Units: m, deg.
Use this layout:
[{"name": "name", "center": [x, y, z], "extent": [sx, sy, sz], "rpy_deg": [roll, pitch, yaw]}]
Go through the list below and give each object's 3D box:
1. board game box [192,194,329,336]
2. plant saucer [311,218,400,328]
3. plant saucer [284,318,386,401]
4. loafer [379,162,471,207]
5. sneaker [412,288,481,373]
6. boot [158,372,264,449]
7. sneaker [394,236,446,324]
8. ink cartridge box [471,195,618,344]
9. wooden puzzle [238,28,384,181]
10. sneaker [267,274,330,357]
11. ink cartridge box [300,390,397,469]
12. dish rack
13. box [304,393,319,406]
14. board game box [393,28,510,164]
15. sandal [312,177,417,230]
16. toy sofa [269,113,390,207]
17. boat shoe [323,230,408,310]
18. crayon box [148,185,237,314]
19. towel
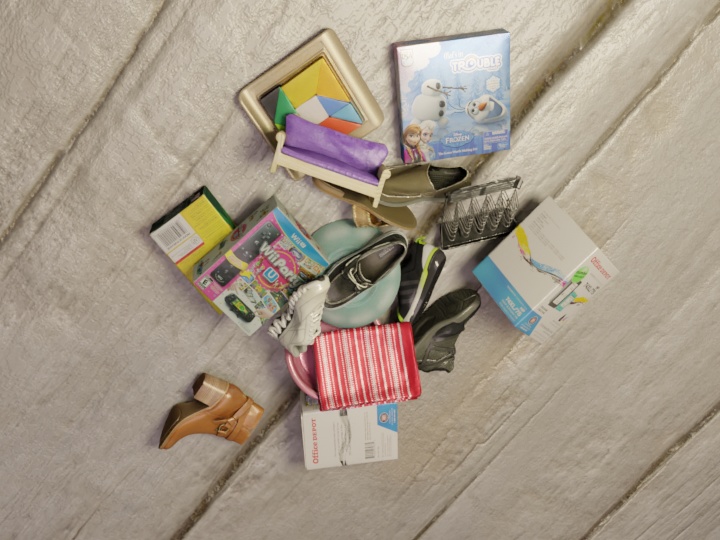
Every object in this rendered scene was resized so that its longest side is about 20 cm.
[{"name": "board game box", "center": [-0.175, -0.008, 1.309], "extent": [0.199, 0.065, 0.148], "rpy_deg": [-41, 116, 7]}, {"name": "plant saucer", "center": [-0.020, 0.010, 1.376], "extent": [0.195, 0.039, 0.207], "rpy_deg": [0, 99, -3]}, {"name": "plant saucer", "center": [-0.049, 0.149, 1.427], "extent": [0.194, 0.051, 0.207], "rpy_deg": [1, 83, -6]}, {"name": "loafer", "center": [0.104, -0.162, 1.312], "extent": [0.194, 0.077, 0.070], "rpy_deg": [-4, 154, -7]}, {"name": "sneaker", "center": [0.173, 0.126, 1.479], "extent": [0.199, 0.077, 0.114], "rpy_deg": [-44, 125, 7]}, {"name": "boot", "center": [-0.302, 0.310, 1.504], "extent": [0.154, 0.077, 0.202], "rpy_deg": [34, 100, -26]}, {"name": "sneaker", "center": [0.098, 0.026, 1.434], "extent": [0.082, 0.071, 0.204], "rpy_deg": [31, 117, 15]}, {"name": "ink cartridge box", "center": [0.341, 0.001, 1.374], "extent": [0.200, 0.147, 0.146], "rpy_deg": [-45, 144, 14]}, {"name": "wooden puzzle", "center": [-0.081, -0.274, 1.264], "extent": [0.197, 0.037, 0.187], "rpy_deg": [-33, 116, 8]}, {"name": "sneaker", "center": [-0.094, 0.081, 1.318], "extent": [0.082, 0.074, 0.201], "rpy_deg": [51, 139, 14]}, {"name": "ink cartridge box", "center": [-0.025, 0.317, 1.533], "extent": [0.194, 0.085, 0.148], "rpy_deg": [-5, 117, -6]}, {"name": "dish rack", "center": [0.214, -0.104, 1.322], "extent": [0.149, 0.200, 0.056], "rpy_deg": [-14, 74, -1]}, {"name": "box", "center": [-0.018, 0.217, 1.494], "extent": [0.194, 0.070, 0.066], "rpy_deg": [-5, 116, -6]}, {"name": "board game box", "center": [0.160, -0.298, 1.285], "extent": [0.194, 0.044, 0.204], "rpy_deg": [-9, 116, -4]}, {"name": "sandal", "center": [-0.002, -0.113, 1.346], "extent": [0.208, 0.079, 0.070], "rpy_deg": [26, 131, -17]}, {"name": "toy sofa", "center": [-0.048, -0.184, 1.231], "extent": [0.195, 0.083, 0.100], "rpy_deg": [18, 102, -8]}, {"name": "boat shoe", "center": [0.000, 0.000, 1.319], "extent": [0.199, 0.071, 0.072], "rpy_deg": [-41, 100, 8]}, {"name": "crayon box", "center": [-0.269, -0.033, 1.345], "extent": [0.125, 0.051, 0.202], "rpy_deg": [-32, 115, 7]}, {"name": "towel", "center": [0.012, 0.179, 1.394], "extent": [0.194, 0.022, 0.149], "rpy_deg": [-7, 84, -6]}]
